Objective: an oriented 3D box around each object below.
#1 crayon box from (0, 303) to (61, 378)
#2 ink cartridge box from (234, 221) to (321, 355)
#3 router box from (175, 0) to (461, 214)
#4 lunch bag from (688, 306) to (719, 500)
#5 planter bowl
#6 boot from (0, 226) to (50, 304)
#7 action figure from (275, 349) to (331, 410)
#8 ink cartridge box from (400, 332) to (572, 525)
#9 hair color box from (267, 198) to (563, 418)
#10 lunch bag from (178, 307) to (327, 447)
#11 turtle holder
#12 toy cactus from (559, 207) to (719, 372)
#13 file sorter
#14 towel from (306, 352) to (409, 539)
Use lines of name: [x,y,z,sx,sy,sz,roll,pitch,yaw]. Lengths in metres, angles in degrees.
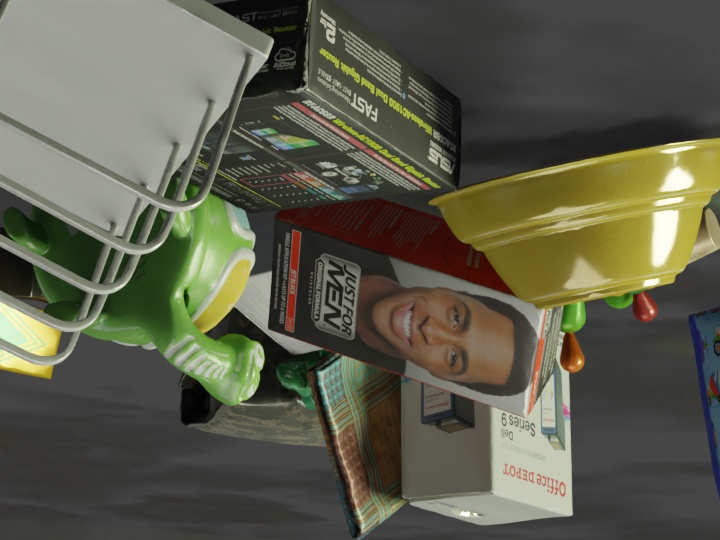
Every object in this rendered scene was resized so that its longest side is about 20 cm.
crayon box: [-0.362,0.029,1.607,0.199,0.059,0.172,13,176,44]
ink cartridge box: [0.000,0.000,1.509,0.199,0.051,0.109,-14,141,32]
router box: [-0.048,-0.094,1.188,0.149,0.063,0.200,-5,164,27]
lunch bag: [0.358,0.126,1.714,0.093,0.202,0.150,10,164,-29]
planter bowl: [0.147,-0.023,1.289,0.199,0.084,0.200,-10,178,0]
boot: [-0.221,0.003,1.605,0.199,0.074,0.075,14,177,-18]
action figure: [-0.002,0.073,1.656,0.054,0.119,0.199,24,-162,29]
ink cartridge box: [0.101,0.093,1.615,0.087,0.202,0.145,-7,163,31]
hair color box: [0.038,0.017,1.401,0.199,0.061,0.102,17,128,16]
lunch bag: [-0.066,0.098,1.825,0.163,0.119,0.200,6,160,-17]
turtle holder: [-0.123,-0.013,1.304,0.185,0.142,0.131,26,-178,34]
toy cactus: [0.183,-0.002,1.491,0.164,0.103,0.200,-17,150,27]
file sorter: [-0.162,-0.057,1.059,0.138,0.125,0.200,28,143,-15]
towel: [0.033,0.106,1.618,0.022,0.148,0.200,-6,-163,35]
